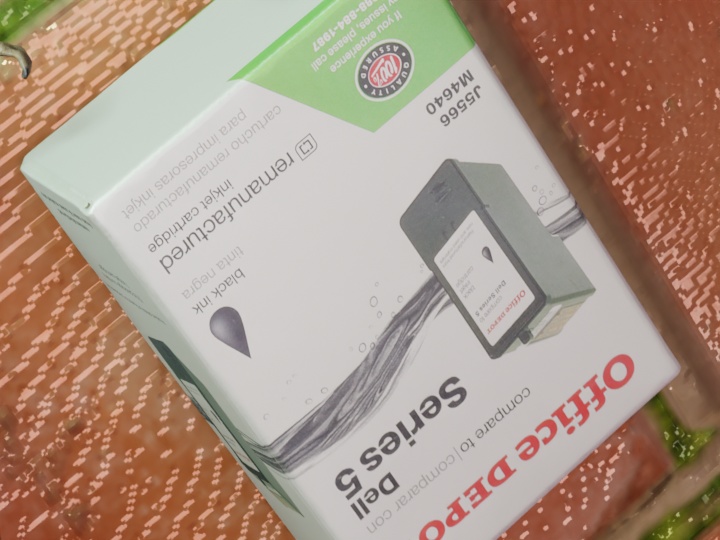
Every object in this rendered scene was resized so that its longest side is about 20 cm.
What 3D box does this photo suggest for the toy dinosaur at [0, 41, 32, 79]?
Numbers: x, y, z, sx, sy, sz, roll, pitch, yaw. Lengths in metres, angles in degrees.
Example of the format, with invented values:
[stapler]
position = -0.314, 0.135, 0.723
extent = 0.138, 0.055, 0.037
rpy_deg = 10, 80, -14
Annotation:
[toy dinosaur]
position = -0.176, -0.053, 0.948
extent = 0.101, 0.058, 0.201
rpy_deg = 32, 81, -13

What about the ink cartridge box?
[ink cartridge box]
position = 0.000, 0.000, 1.014
extent = 0.145, 0.084, 0.200
rpy_deg = -41, 116, -11
